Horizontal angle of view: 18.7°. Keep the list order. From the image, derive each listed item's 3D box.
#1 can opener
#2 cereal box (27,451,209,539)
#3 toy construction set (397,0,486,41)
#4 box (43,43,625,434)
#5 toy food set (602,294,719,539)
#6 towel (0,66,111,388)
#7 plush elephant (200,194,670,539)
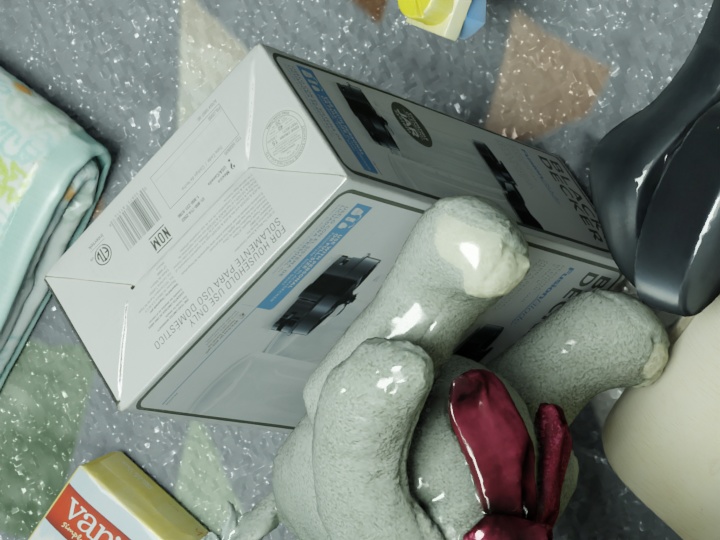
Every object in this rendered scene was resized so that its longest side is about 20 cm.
[{"bbox_3d":[0.145,-0.079,0.786,0.078,0.063,0.201,27,93,46],"label":"can opener"},{"bbox_3d":[-0.111,0.197,0.927,0.144,0.040,0.200,41,108,13],"label":"cereal box"},{"bbox_3d":[0.067,-0.188,0.786,0.200,0.092,0.131,-41,56,13],"label":"toy construction set"},{"bbox_3d":[0.000,0.000,0.772,0.117,0.200,0.060,-45,61,19],"label":"box"},{"bbox_3d":[0.199,0.069,0.789,0.200,0.060,0.144,42,120,14],"label":"toy food set"},{"bbox_3d":[-0.216,-0.013,0.941,0.171,0.048,0.201,34,107,14],"label":"towel"},{"bbox_3d":[0.042,0.100,0.721,0.200,0.165,0.155,-42,59,4],"label":"plush elephant"}]
